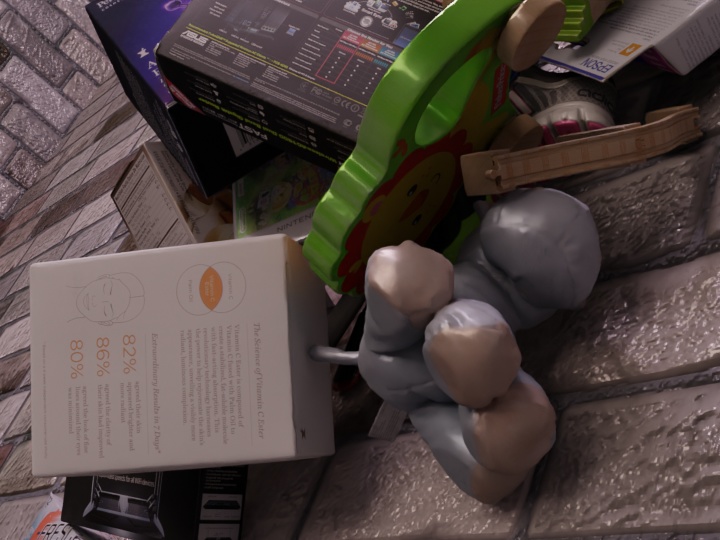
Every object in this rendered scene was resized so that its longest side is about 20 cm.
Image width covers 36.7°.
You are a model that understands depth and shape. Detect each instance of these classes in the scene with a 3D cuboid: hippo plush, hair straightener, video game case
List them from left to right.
[{"bbox_3d":[-0.035,-0.110,0.947,0.180,0.022,0.202,-22,52,20],"label":"video game case"},{"bbox_3d":[0.000,0.000,0.928,0.041,0.077,0.202,-16,40,53],"label":"hair straightener"},{"bbox_3d":[0.089,0.039,0.687,0.160,0.160,0.200,-35,-10,-23],"label":"hippo plush"}]

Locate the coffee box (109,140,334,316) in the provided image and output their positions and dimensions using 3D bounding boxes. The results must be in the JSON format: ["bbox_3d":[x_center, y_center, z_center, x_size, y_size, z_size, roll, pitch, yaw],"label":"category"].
[{"bbox_3d":[-0.127,-0.019,0.988,0.113,0.202,0.080,-10,-28,-46],"label":"coffee box"}]

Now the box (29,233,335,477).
[{"bbox_3d":[-0.128,0.067,0.793,0.196,0.106,0.155,-6,80,12],"label":"box"}]

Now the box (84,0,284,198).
[{"bbox_3d":[-0.129,-0.183,0.945,0.147,0.105,0.200,-33,48,-12],"label":"box"}]

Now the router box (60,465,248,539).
[{"bbox_3d":[-0.174,0.146,0.921,0.198,0.052,0.160,-1,80,44],"label":"router box"}]

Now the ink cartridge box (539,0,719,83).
[{"bbox_3d":[0.227,-0.206,0.843,0.199,0.044,0.196,-38,25,-1],"label":"ink cartridge box"}]

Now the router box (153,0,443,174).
[{"bbox_3d":[-0.031,-0.164,0.804,0.151,0.198,0.062,-57,-19,-20],"label":"router box"}]

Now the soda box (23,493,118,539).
[{"bbox_3d":[-0.249,0.268,0.970,0.064,0.068,0.199,-59,25,-9],"label":"soda box"}]

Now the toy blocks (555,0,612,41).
[{"bbox_3d":[0.171,-0.283,0.809,0.099,0.138,0.200,10,45,37],"label":"toy blocks"}]

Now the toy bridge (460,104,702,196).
[{"bbox_3d":[0.155,-0.079,0.695,0.198,0.028,0.067,-16,9,-34],"label":"toy bridge"}]

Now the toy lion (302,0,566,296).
[{"bbox_3d":[0.038,-0.075,0.692,0.191,0.069,0.201,-43,-21,-17],"label":"toy lion"}]

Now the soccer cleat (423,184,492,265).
[{"bbox_3d":[0.056,-0.095,0.829,0.067,0.080,0.203,-22,76,41],"label":"soccer cleat"}]

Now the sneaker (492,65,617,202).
[{"bbox_3d":[0.130,-0.116,0.885,0.198,0.074,0.088,-12,43,46],"label":"sneaker"}]

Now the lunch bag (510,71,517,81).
[{"bbox_3d":[0.067,-0.202,1.043,0.201,0.132,0.136,-50,46,0],"label":"lunch bag"}]

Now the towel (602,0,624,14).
[{"bbox_3d":[0.194,-0.258,0.908,0.085,0.018,0.201,-19,30,35],"label":"towel"}]
